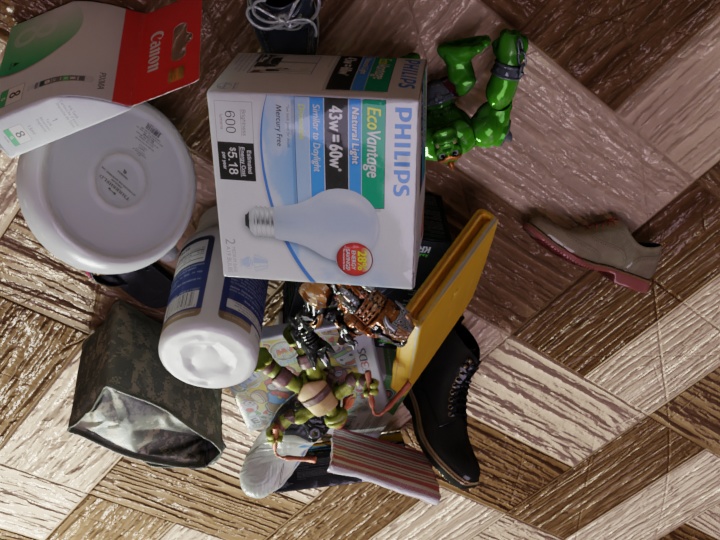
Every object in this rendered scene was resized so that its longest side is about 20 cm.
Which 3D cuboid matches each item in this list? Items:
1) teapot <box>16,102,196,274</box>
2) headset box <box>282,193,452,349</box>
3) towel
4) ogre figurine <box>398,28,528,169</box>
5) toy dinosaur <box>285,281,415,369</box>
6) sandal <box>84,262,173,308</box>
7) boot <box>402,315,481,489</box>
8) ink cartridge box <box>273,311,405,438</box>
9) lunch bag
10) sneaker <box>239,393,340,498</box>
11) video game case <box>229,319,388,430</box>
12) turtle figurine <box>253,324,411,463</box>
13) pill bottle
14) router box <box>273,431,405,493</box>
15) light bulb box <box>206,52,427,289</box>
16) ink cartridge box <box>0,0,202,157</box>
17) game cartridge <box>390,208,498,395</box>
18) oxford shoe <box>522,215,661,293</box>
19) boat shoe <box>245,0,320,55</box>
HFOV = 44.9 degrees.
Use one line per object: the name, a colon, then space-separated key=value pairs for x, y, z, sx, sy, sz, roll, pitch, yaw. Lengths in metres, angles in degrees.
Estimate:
teapot: x=-0.283 y=-0.092 z=0.930 sx=0.195 sy=0.145 sz=0.204 roll=-14 pitch=99 yaw=-34
headset box: x=0.000 y=0.000 z=1.081 sx=0.170 sy=0.094 sz=0.202 roll=8 pitch=131 yaw=-13
towel: x=0.027 y=0.255 z=1.136 sx=0.144 sy=0.200 sz=0.031 roll=17 pitch=92 yaw=-1
ogre figurine: x=0.087 y=-0.177 z=0.935 sx=0.197 sy=0.098 sz=0.122 roll=-22 pitch=115 yaw=-7
toy dinosaur: x=-0.031 y=0.023 z=0.958 sx=0.101 sy=0.201 sz=0.137 roll=-31 pitch=158 yaw=-23
sandal: x=-0.301 y=-0.008 z=1.069 sx=0.074 sy=0.046 sz=0.200 roll=-32 pitch=128 yaw=21
boot: x=0.133 y=0.177 z=1.188 sx=0.077 sy=0.202 sz=0.139 roll=7 pitch=133 yaw=-47
ink cartridge box: x=-0.044 y=0.151 z=1.218 sx=0.196 sy=0.085 sz=0.146 roll=14 pitch=131 yaw=-18
lunch bag: x=-0.267 y=0.162 z=1.147 sx=0.198 sy=0.165 sz=0.118 roll=31 pitch=117 yaw=-29
sneaker: x=-0.093 y=0.217 z=1.151 sx=0.072 sy=0.073 sz=0.201 roll=38 pitch=112 yaw=-2
video game case: x=-0.073 y=0.134 z=1.120 sx=0.196 sy=0.023 sz=0.184 roll=-9 pitch=134 yaw=5
turtle figurine: x=-0.050 y=0.138 z=1.059 sx=0.198 sy=0.065 sz=0.162 roll=-28 pitch=119 yaw=14
pill bottle: x=-0.162 y=0.023 z=1.003 sx=0.108 sy=0.202 sz=0.112 roll=1 pitch=137 yaw=1
router box: x=-0.030 y=0.286 z=1.310 sx=0.196 sy=0.052 sz=0.149 roll=-7 pitch=176 yaw=0
light bulb box: x=-0.035 y=-0.101 z=0.867 sx=0.196 sy=0.126 sz=0.202 roll=3 pitch=121 yaw=7
ink cartridge box: x=-0.247 y=-0.204 z=0.819 sx=0.197 sy=0.163 sz=0.050 roll=-20 pitch=136 yaw=12
game cartridge: x=0.098 y=0.043 z=1.064 sx=0.032 sy=0.177 sz=0.201 roll=32 pitch=153 yaw=13
oxford shoe: x=0.297 y=-0.039 z=1.114 sx=0.197 sy=0.070 sz=0.076 roll=21 pitch=101 yaw=-22
boat shoe: x=-0.076 y=-0.270 z=0.846 sx=0.073 sy=0.062 sz=0.202 roll=-6 pitch=133 yaw=-4
